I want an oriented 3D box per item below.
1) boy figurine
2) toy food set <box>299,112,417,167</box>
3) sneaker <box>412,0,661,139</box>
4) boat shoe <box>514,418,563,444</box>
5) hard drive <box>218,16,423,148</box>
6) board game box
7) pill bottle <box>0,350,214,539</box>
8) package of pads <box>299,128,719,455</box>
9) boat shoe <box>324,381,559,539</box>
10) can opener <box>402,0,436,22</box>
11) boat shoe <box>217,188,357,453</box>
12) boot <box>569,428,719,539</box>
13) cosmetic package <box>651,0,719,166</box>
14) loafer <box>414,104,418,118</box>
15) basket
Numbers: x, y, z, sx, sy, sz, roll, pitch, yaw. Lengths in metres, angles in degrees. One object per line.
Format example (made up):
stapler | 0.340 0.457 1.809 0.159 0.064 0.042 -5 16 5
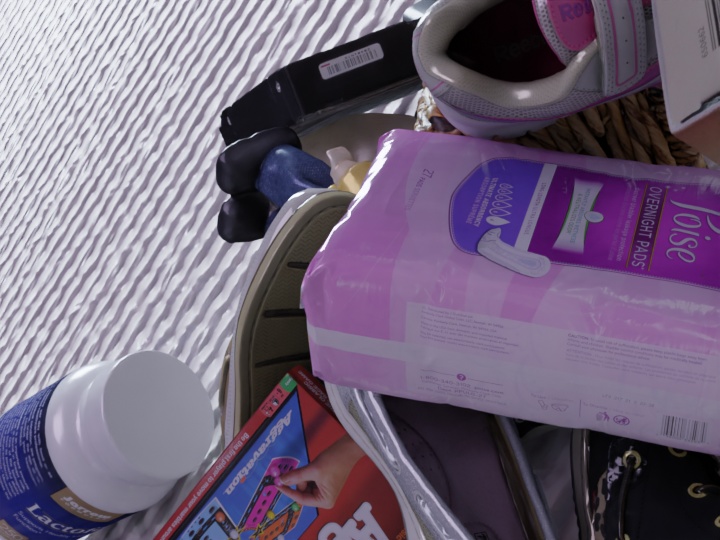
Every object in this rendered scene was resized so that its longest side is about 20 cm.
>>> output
boy figurine | 0.000 0.000 0.837 0.200 0.064 0.124 40 138 40
toy food set | -0.010 -0.014 0.982 0.200 0.060 0.144 168 107 -69
sneaker | 0.107 -0.104 0.618 0.200 0.088 0.081 -24 88 22
boat shoe | 0.066 0.066 0.829 0.199 0.066 0.075 -26 44 47
hard drive | -0.005 -0.118 0.973 0.140 0.038 0.200 -23 4 -17
board game box | -0.052 0.151 0.759 0.200 0.103 0.019 -52 -9 23
pill bottle | -0.201 0.133 1.153 0.200 0.116 0.116 -30 42 45
package of pads | 0.085 0.006 0.640 0.121 0.200 0.076 -64 -21 -49
boat shoe | 0.038 0.071 0.690 0.065 0.074 0.202 120 137 -54
can opener | 0.096 -0.144 0.995 0.067 0.053 0.200 -31 27 -10
boat shoe | -0.040 0.046 0.787 0.068 0.075 0.200 -130 50 -59
boot | 0.160 0.104 0.642 0.154 0.073 0.204 -13 61 52
cosmetic package | 0.211 -0.060 0.564 0.103 0.200 0.087 -37 39 40
loafer | 0.076 -0.041 0.918 0.070 0.075 0.200 -15 47 15
basket | 0.122 -0.097 0.778 0.149 0.143 0.200 -55 6 17
